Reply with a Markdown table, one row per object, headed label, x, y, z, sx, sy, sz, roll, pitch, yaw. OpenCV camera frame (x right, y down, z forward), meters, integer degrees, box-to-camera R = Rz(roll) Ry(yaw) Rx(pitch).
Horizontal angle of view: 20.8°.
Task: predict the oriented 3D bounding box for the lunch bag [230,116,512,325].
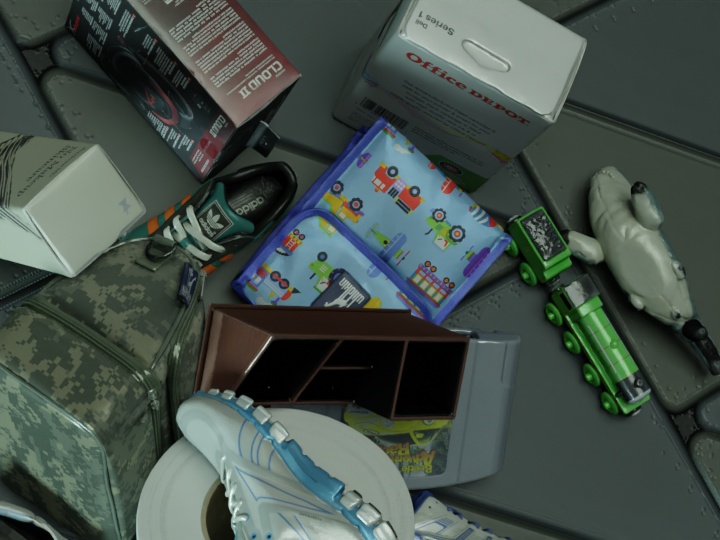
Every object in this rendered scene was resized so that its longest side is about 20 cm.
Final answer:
| label | x | y | z | sx | sy | sz | roll | pitch | yaw |
| --- | --- | --- | --- | --- | --- | --- | --- | --- | --- |
| lunch bag | 0.000 | 0.000 | 1.623 | 0.150 | 0.094 | 0.200 | 42 | 81 | -7 |

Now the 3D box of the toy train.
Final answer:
| label | x | y | z | sx | sy | sz | roll | pitch | yaw |
| --- | --- | --- | --- | --- | --- | --- | --- | --- | --- |
| toy train | 0.187 | 0.035 | 1.674 | 0.042 | 0.056 | 0.201 | -30 | 85 | -21 |

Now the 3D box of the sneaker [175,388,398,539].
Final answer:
| label | x | y | z | sx | sy | sz | roll | pitch | yaw |
| --- | --- | --- | --- | --- | --- | --- | --- | --- | --- |
| sneaker | -0.067 | 0.161 | 1.358 | 0.200 | 0.075 | 0.087 | 37 | 61 | 25 |

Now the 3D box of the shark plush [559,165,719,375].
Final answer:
| label | x | y | z | sx | sy | sz | roll | pitch | yaw |
| --- | --- | --- | --- | --- | --- | --- | --- | --- | --- |
| shark plush | 0.264 | -0.005 | 1.700 | 0.200 | 0.083 | 0.091 | 46 | 110 | 6 |

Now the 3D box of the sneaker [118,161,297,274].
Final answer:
| label | x | y | z | sx | sy | sz | roll | pitch | yaw |
| --- | --- | --- | --- | --- | --- | --- | --- | --- | --- |
| sneaker | -0.134 | -0.030 | 1.583 | 0.200 | 0.080 | 0.071 | -38 | 88 | -22 |

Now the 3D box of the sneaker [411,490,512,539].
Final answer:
| label | x | y | z | sx | sy | sz | roll | pitch | yaw |
| --- | --- | --- | --- | --- | --- | --- | --- | --- | --- |
| sneaker | 0.074 | 0.219 | 1.581 | 0.199 | 0.075 | 0.089 | 1 | 75 | -17 |

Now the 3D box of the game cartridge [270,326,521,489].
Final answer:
| label | x | y | z | sx | sy | sz | roll | pitch | yaw |
| --- | --- | --- | --- | --- | --- | --- | --- | --- | --- |
| game cartridge | 0.027 | 0.110 | 1.587 | 0.199 | 0.041 | 0.134 | 3 | 109 | -14 |

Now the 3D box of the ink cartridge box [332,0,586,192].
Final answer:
| label | x | y | z | sx | sy | sz | roll | pitch | yaw |
| --- | --- | --- | --- | --- | --- | --- | --- | --- | --- |
| ink cartridge box | 0.079 | -0.157 | 1.618 | 0.144 | 0.200 | 0.084 | 28 | 70 | -8 |

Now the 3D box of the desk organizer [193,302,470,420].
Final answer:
| label | x | y | z | sx | sy | sz | roll | pitch | yaw |
| --- | --- | --- | --- | --- | --- | --- | --- | --- | --- |
| desk organizer | -0.018 | 0.070 | 1.462 | 0.199 | 0.077 | 0.072 | 3 | 102 | -41 |

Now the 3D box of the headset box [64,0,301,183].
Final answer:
| label | x | y | z | sx | sy | sz | roll | pitch | yaw |
| --- | --- | --- | --- | --- | --- | --- | --- | --- | --- |
| headset box | -0.140 | -0.170 | 1.585 | 0.075 | 0.149 | 0.200 | -41 | 88 | -22 |

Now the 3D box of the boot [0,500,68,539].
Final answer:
| label | x | y | z | sx | sy | sz | roll | pitch | yaw |
| --- | --- | --- | --- | --- | --- | --- | --- | --- | --- |
| boot | -0.227 | 0.238 | 1.475 | 0.199 | 0.096 | 0.074 | 30 | 69 | -7 |

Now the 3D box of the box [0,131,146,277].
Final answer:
| label | x | y | z | sx | sy | sz | roll | pitch | yaw |
| --- | --- | --- | --- | --- | --- | --- | --- | --- | --- |
| box | -0.251 | -0.053 | 1.490 | 0.082 | 0.200 | 0.069 | -45 | 117 | -22 |

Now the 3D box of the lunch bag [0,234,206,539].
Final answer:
| label | x | y | z | sx | sy | sz | roll | pitch | yaw |
| --- | --- | --- | --- | --- | --- | --- | --- | --- | --- |
| lunch bag | -0.182 | 0.086 | 1.472 | 0.139 | 0.201 | 0.168 | 28 | 56 | 20 |

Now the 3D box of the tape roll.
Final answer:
| label | x | y | z | sx | sy | sz | roll | pitch | yaw |
| --- | --- | --- | --- | --- | --- | --- | --- | --- | --- |
| tape roll | -0.064 | 0.220 | 1.444 | 0.201 | 0.140 | 0.203 | 2 | 48 | -3 |
